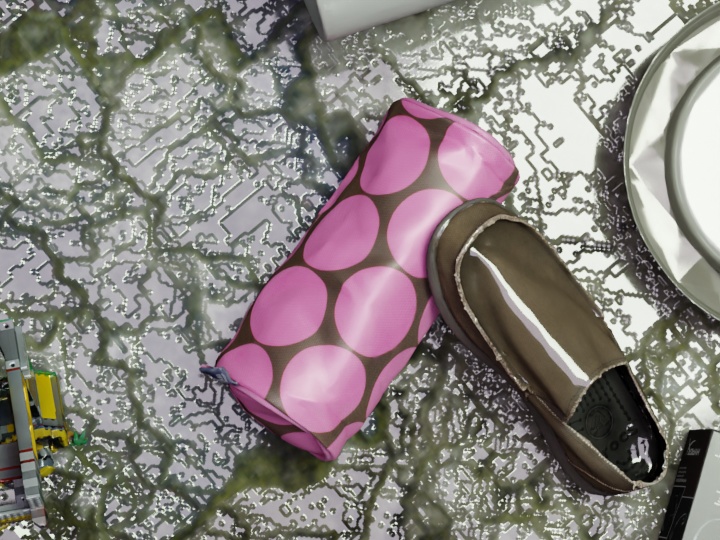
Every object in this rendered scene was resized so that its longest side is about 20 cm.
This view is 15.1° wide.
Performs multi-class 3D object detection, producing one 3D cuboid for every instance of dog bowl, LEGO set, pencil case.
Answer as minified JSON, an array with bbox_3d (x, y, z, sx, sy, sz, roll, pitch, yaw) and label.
[{"bbox_3d":[0.242,-0.058,1.527,0.199,0.059,0.202,0,87,-4],"label":"dog bowl"},{"bbox_3d":[-0.238,0.111,1.439,0.199,0.154,0.117,-7,70,-11],"label":"LEGO set"},{"bbox_3d":[0.000,0.000,1.498,0.094,0.091,0.200,30,81,43],"label":"pencil case"}]

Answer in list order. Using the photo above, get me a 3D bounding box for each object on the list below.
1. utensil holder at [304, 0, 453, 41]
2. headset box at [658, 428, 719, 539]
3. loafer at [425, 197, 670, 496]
[{"bbox_3d":[0.047,-0.229,1.472,0.199,0.170,0.171,-21,88,-3],"label":"utensil holder"},{"bbox_3d":[0.229,0.204,1.500,0.148,0.077,0.201,16,86,-2],"label":"headset box"},{"bbox_3d":[0.112,0.042,1.475,0.073,0.071,0.200,-45,113,-15],"label":"loafer"}]
